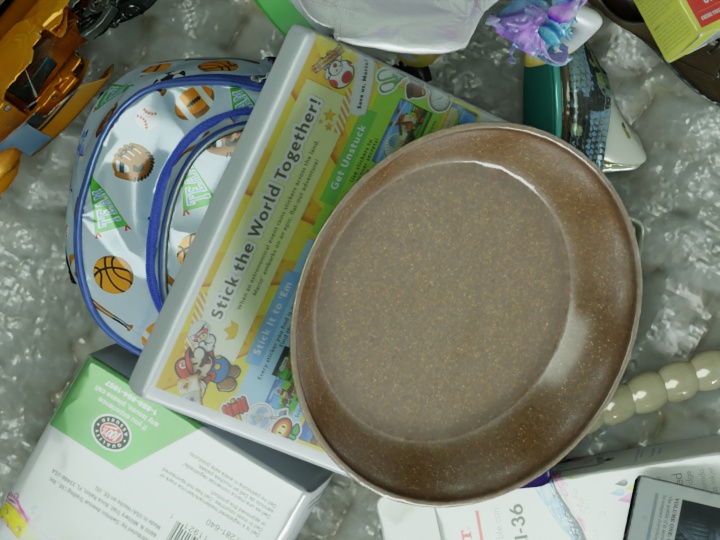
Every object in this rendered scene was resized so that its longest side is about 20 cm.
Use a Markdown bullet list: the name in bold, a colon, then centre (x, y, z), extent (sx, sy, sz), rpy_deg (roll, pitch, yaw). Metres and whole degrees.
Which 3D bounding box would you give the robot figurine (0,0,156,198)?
- **robot figurine**: centre (-0.169, -0.143, 1.638), extent (0.200, 0.058, 0.145), rpy_deg (-48, 46, 5)

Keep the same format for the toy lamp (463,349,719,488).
- **toy lamp**: centre (0.140, 0.071, 1.596), extent (0.200, 0.058, 0.058), rpy_deg (-17, 92, -8)

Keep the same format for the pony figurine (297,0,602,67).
- **pony figurine**: centre (0.050, -0.163, 1.477), extent (0.193, 0.200, 0.167), rpy_deg (11, 74, -13)

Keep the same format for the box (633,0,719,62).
- **box**: centre (0.145, -0.212, 1.526), extent (0.075, 0.050, 0.200), rpy_deg (-25, 85, -18)

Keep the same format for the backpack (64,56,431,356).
- **backpack**: centre (-0.061, -0.024, 1.590), extent (0.190, 0.154, 0.200), rpy_deg (7, 96, -5)

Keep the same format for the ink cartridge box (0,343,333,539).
- **ink cartridge box**: centre (-0.129, 0.163, 1.666), extent (0.145, 0.084, 0.200), rpy_deg (31, 99, 6)

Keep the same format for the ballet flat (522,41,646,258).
- **ballet flat**: centre (0.121, -0.041, 1.622), extent (0.074, 0.074, 0.200), rpy_deg (4, 98, 9)

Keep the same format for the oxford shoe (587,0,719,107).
- **oxford shoe**: centre (0.184, -0.130, 1.587), extent (0.200, 0.084, 0.073), rpy_deg (28, 97, 4)

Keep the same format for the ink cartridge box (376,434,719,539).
- **ink cartridge box**: centre (0.110, 0.165, 1.634), extent (0.200, 0.067, 0.117), rpy_deg (-11, 94, 10)

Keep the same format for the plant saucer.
- **plant saucer**: centre (0.048, 0.019, 1.515), extent (0.200, 0.037, 0.201), rpy_deg (-8, 109, -25)

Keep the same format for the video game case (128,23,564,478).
- **video game case**: centre (0.000, 0.000, 1.519), extent (0.182, 0.023, 0.200), rpy_deg (23, 94, -31)

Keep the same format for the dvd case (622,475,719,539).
- **dvd case**: centre (0.223, 0.200, 1.537), extent (0.200, 0.025, 0.151), rpy_deg (13, 76, 1)

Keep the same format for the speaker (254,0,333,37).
- **speaker**: centre (0.027, -0.206, 1.605), extent (0.200, 0.088, 0.089), rpy_deg (-36, 89, 11)
